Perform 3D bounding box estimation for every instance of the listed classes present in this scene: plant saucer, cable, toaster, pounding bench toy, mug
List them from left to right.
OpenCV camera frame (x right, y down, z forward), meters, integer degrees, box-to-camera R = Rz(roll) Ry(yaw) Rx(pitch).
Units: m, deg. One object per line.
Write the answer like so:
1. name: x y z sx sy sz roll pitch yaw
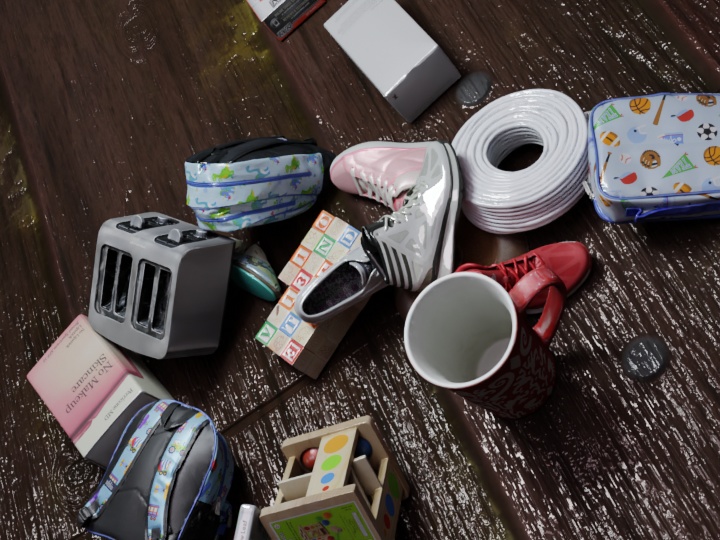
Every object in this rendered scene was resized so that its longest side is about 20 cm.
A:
1. toaster: -0.283 0.027 1.763 0.180 0.118 0.202 20 106 36
2. pounding bench toy: -0.010 0.303 1.498 0.123 0.201 0.156 -18 25 20
3. plant saucer: 0.122 -0.009 1.629 0.199 0.037 0.202 -14 60 25
4. mug: 0.168 0.093 1.435 0.176 0.200 0.134 -15 64 20
5. cable: 0.210 -0.142 1.601 0.198 0.069 0.201 -1 56 27

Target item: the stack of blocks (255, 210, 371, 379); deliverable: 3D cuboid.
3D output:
1. stack of blocks: -0.056 0.032 1.697 0.115 0.059 0.201 31 86 43

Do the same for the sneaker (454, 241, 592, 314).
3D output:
1. sneaker: 0.187 0.016 1.505 0.199 0.116 0.079 -28 75 7

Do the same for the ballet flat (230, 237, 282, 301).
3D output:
1. ballet flat: -0.178 -0.014 1.801 0.199 0.074 0.075 20 77 34

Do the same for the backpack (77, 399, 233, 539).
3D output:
1. backpack: -0.250 0.282 1.640 0.182 0.134 0.201 13 73 36

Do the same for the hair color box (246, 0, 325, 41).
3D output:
1. hair color box: -0.148 -0.475 2.027 0.101 0.061 0.200 -39 50 8

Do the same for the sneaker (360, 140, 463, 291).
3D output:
1. sneaker: 0.062 -0.074 1.561 0.076 0.114 0.202 151 125 -68

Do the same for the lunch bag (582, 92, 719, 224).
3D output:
1. lunch bag: 0.366 -0.130 1.487 0.198 0.076 0.161 -5 63 6

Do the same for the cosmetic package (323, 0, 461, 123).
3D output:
1. cosmetic package: 0.044 -0.323 1.812 0.107 0.085 0.200 -41 52 8

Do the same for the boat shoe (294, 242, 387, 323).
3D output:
1. boat shoe: 0.000 0.000 1.604 0.199 0.069 0.072 -29 93 -3

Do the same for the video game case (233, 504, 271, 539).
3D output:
1. video game case: -0.121 0.390 1.463 0.022 0.200 0.183 3 66 15

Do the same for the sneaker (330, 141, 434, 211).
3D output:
1. sneaker: 0.037 -0.118 1.702 0.199 0.076 0.105 -3 46 26

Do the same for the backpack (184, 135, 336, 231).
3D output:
1. backpack: -0.157 -0.127 1.763 0.162 0.199 0.155 12 94 34

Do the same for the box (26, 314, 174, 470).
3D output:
1. box: -0.368 0.180 1.784 0.128 0.109 0.200 -49 50 0
